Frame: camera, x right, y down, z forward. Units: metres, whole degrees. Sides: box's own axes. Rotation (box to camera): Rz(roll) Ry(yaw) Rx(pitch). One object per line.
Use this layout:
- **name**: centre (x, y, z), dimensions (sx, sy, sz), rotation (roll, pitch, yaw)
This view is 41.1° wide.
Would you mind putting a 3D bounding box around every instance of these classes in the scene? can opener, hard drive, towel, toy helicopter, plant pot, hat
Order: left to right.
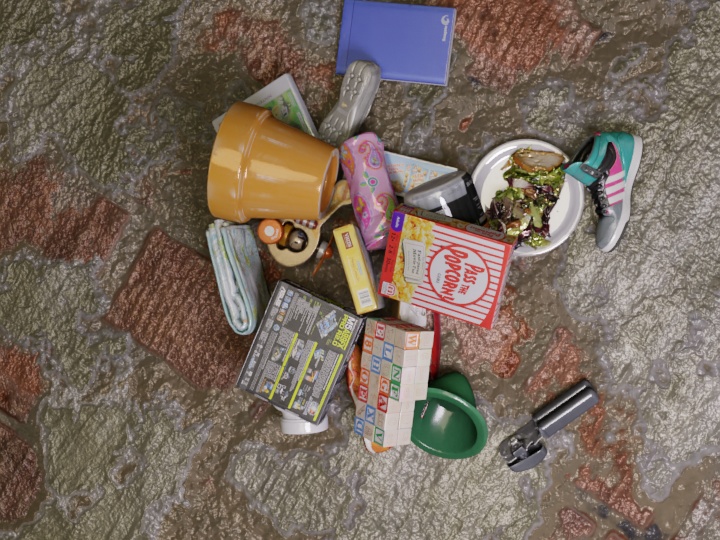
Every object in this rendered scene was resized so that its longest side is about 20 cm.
- **towel**: centre (-0.206, 0.012, 1.689), dimensions (0.048, 0.171, 0.201), rotation (-14, 88, 11)
- **plant pot**: centre (-0.139, -0.167, 1.620), dimensions (0.182, 0.200, 0.202), rotation (14, 94, 7)
- **toy helicopter**: centre (-0.076, -0.081, 1.706), dimensions (0.200, 0.079, 0.132), rotation (-41, 86, 9)
- **hard drive**: centre (0.062, -0.402, 1.691), dimensions (0.199, 0.025, 0.133), rotation (8, 93, 13)
- **hat**: centre (0.167, 0.202, 1.687), dimensions (0.165, 0.176, 0.201), rotation (16, 134, 14)
- **can opener**: centre (0.327, 0.271, 1.645), dimensions (0.200, 0.053, 0.067), rotation (-38, 116, 11)

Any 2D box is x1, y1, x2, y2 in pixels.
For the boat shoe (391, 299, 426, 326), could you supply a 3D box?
- **boat shoe**: centre (0.099, 0.000, 1.678), dimensions (0.069, 0.071, 0.201), rotation (7, 88, -12)

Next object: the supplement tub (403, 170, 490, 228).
- **supplement tub**: centre (0.160, -0.056, 1.617), dimensions (0.122, 0.123, 0.201), rotation (-20, 101, 13)

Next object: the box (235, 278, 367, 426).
- **box**: centre (-0.100, 0.137, 1.618), dimensions (0.159, 0.044, 0.201), rotation (24, 97, 10)

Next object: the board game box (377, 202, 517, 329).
- **board game box**: centre (0.138, -0.008, 1.547), dimensions (0.199, 0.046, 0.152), rotation (17, 115, 15)

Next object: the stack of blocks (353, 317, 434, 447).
- **stack of blocks**: centre (0.054, 0.187, 1.599), dimensions (0.115, 0.058, 0.201), rotation (17, 102, 54)

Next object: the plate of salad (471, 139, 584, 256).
- **plate of salad**: centre (0.280, -0.124, 1.637), dimensions (0.199, 0.048, 0.202), rotation (0, 92, 12)

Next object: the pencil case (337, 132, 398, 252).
- **pencil case**: centre (0.023, -0.132, 1.642), dimensions (0.087, 0.087, 0.201), rotation (-20, 78, 13)

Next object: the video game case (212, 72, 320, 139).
- **video game case**: centre (-0.158, -0.222, 1.727), dimensions (0.181, 0.022, 0.201), rotation (-27, 86, 26)

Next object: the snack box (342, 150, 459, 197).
- **snack box**: centre (0.070, -0.168, 1.696), dimensions (0.199, 0.024, 0.072), rotation (15, 94, 12)

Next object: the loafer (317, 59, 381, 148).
- **loafer**: centre (-0.017, -0.274, 1.691), dimensions (0.070, 0.070, 0.201), rotation (41, 118, 24)

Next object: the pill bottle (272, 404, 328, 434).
- **pill bottle**: centre (-0.106, 0.183, 1.700), dimensions (0.112, 0.112, 0.201), rotation (-4, 91, 13)

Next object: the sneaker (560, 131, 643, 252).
- **sneaker**: centre (0.385, -0.138, 1.577), dimensions (0.120, 0.084, 0.201), rotation (13, 87, -12)

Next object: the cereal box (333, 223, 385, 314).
- **cereal box**: centre (0.000, 0.000, 1.626), dimensions (0.039, 0.200, 0.145), rotation (-17, 87, 4)

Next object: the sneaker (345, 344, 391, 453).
- **sneaker**: centre (0.019, 0.221, 1.705), dimensions (0.077, 0.073, 0.201), rotation (-17, 95, -3)
